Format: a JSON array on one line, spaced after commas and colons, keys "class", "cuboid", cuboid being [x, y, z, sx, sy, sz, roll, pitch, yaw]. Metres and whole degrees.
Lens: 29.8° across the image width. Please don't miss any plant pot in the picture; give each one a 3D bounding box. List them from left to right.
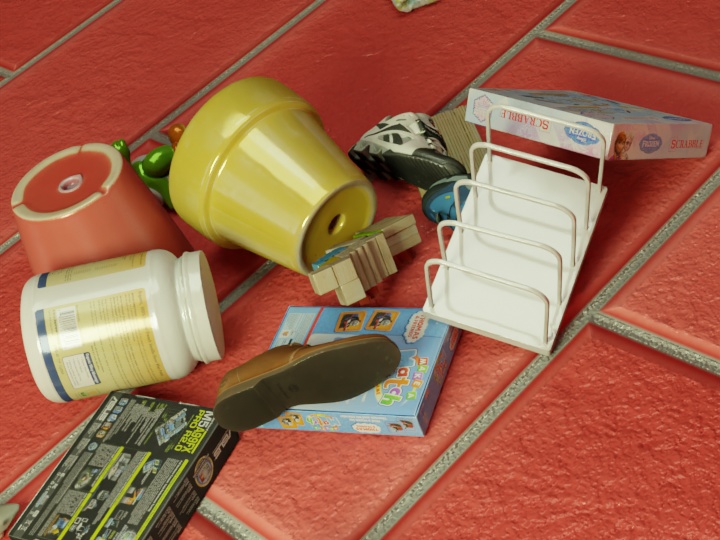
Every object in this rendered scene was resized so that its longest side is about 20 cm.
[{"class": "plant pot", "cuboid": [-0.313, -0.039, 1.610, 0.199, 0.178, 0.201, -12, 39, 10]}, {"class": "plant pot", "cuboid": [-0.089, -0.095, 1.572, 0.188, 0.202, 0.201, 36, 63, 29]}]

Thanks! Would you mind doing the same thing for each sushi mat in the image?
[{"class": "sushi mat", "cuboid": [0.108, -0.136, 1.656, 0.095, 0.012, 0.201, -19, 38, 3]}]

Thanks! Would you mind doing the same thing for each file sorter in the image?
[{"class": "file sorter", "cuboid": [0.157, -0.045, 1.368, 0.138, 0.125, 0.201, 17, 66, 15]}]

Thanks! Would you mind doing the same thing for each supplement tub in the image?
[{"class": "supplement tub", "cuboid": [-0.258, 0.058, 1.486, 0.198, 0.145, 0.145, -11, 38, 1]}]

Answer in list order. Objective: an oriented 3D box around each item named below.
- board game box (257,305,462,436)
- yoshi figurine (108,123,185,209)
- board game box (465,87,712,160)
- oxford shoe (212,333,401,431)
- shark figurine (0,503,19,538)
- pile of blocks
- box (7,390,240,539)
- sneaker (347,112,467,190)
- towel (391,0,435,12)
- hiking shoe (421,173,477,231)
[{"class": "board game box", "cuboid": [-0.008, 0.101, 1.411, 0.198, 0.037, 0.152, -1, 43, 26]}, {"class": "yoshi figurine", "cuboid": [-0.311, -0.120, 1.773, 0.199, 0.113, 0.112, -34, 24, -12]}, {"class": "board game box", "cuboid": [0.255, -0.165, 1.513, 0.199, 0.042, 0.199, -6, 20, -44]}, {"class": "oxford shoe", "cuboid": [-0.056, 0.095, 1.359, 0.198, 0.072, 0.072, -17, 37, 11]}, {"class": "shark figurine", "cuboid": [-0.423, 0.308, 1.325, 0.127, 0.090, 0.215, -13, 37, 12]}, {"class": "pile of blocks", "cuboid": [0.000, 0.000, 1.493, 0.082, 0.063, 0.200, -14, 12, 35]}, {"class": "box", "cuboid": [-0.238, 0.218, 1.376, 0.159, 0.044, 0.201, 5, 46, 30]}, {"class": "sneaker", "cuboid": [0.068, -0.151, 1.615, 0.089, 0.074, 0.199, -52, 37, -12]}, {"class": "towel", "cuboid": [0.122, -0.469, 2.017, 0.199, 0.048, 0.172, -22, 37, 0]}, {"class": "hiking shoe", "cuboid": [0.137, -0.048, 1.489, 0.199, 0.075, 0.087, 18, 52, 39]}]
